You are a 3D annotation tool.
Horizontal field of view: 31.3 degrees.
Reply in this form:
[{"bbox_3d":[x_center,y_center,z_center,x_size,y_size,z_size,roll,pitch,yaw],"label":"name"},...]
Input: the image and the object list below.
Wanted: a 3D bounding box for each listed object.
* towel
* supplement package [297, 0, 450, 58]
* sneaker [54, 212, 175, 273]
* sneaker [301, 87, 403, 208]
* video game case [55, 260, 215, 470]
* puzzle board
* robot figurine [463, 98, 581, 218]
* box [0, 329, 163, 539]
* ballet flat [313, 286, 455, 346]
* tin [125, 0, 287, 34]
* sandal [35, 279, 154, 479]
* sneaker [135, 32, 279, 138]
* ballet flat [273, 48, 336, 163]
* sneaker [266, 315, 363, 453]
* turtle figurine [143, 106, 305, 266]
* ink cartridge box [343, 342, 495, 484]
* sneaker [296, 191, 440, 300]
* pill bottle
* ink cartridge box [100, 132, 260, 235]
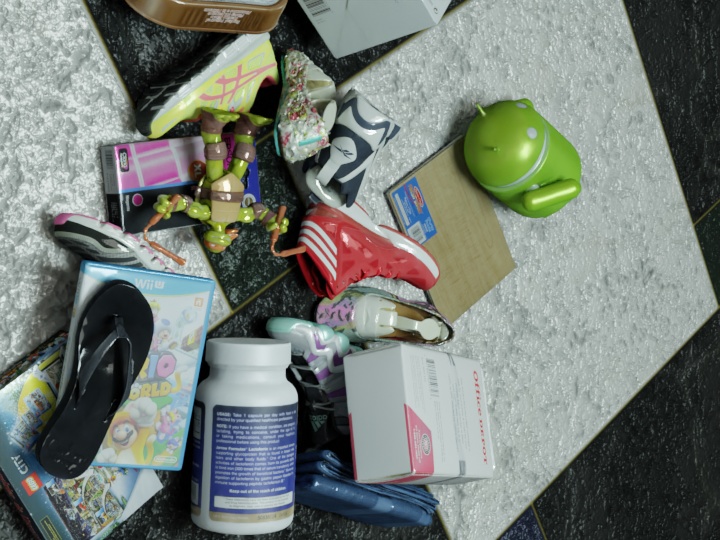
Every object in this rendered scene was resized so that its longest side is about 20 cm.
[{"bbox_3d":[-0.011,0.259,1.514,0.199,0.111,0.049,25,63,-38],"label":"towel"},{"bbox_3d":[0.025,-0.372,1.444,0.152,0.149,0.201,54,45,-28],"label":"supplement package"},{"bbox_3d":[-0.245,0.020,1.326,0.200,0.073,0.088,43,69,-32],"label":"sneaker"},{"bbox_3d":[-0.017,-0.134,1.476,0.079,0.199,0.130,36,97,-7],"label":"sneaker"},{"bbox_3d":[-0.230,0.099,1.300,0.142,0.018,0.203,9,95,-30],"label":"video game case"},{"bbox_3d":[0.118,-0.050,1.660,0.150,0.017,0.202,-37,115,-31],"label":"puzzle board"},{"bbox_3d":[0.208,-0.141,1.652,0.199,0.115,0.177,32,31,-48],"label":"robot figurine"},{"bbox_3d":[-0.303,0.183,1.311,0.136,0.037,0.202,-39,116,-31],"label":"box"},{"bbox_3d":[0.038,0.060,1.565,0.198,0.071,0.070,10,91,-39],"label":"ballet flat"},{"bbox_3d":[-0.165,-0.304,1.357,0.198,0.042,0.113,-5,53,-40],"label":"tin"},{"bbox_3d":[-0.251,0.110,1.254,0.075,0.043,0.203,20,89,-31],"label":"sandal"},{"bbox_3d":[-0.155,-0.190,1.385,0.200,0.078,0.091,-42,120,-30],"label":"sneaker"},{"bbox_3d":[-0.057,-0.181,1.409,0.201,0.063,0.076,-91,171,-52],"label":"ballet flat"},{"bbox_3d":[-0.048,0.145,1.496,0.199,0.077,0.141,31,73,-36],"label":"sneaker"},{"bbox_3d":[-0.137,-0.087,1.369,0.198,0.064,0.164,5,101,-33],"label":"turtle figurine"},{"bbox_3d":[0.070,0.172,1.491,0.199,0.082,0.149,17,63,-57],"label":"ink cartridge box"},{"bbox_3d":[0.000,0.000,1.524,0.199,0.078,0.117,32,68,-23],"label":"sneaker"},{"bbox_3d":[-0.126,0.177,1.408,0.115,0.115,0.203,1,93,-39],"label":"pill bottle"},{"bbox_3d":[-0.184,-0.097,1.396,0.198,0.037,0.096,-12,101,-41],"label":"ink cartridge box"}]
